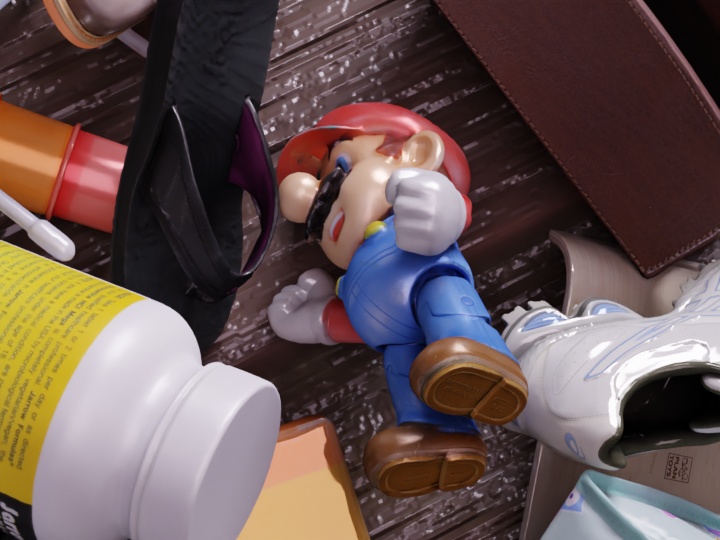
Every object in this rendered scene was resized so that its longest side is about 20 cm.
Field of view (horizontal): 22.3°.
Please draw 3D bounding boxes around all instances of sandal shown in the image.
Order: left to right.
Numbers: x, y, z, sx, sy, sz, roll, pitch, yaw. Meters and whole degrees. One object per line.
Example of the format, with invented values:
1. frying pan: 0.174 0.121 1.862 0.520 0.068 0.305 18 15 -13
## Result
1. sandal: -0.066 -0.042 0.792 0.075 0.048 0.201 -21 130 -42

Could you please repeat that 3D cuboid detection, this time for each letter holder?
1. letter holder: 0.136 -0.124 0.814 0.200 0.142 0.101 52 46 -2

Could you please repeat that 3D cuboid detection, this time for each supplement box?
1. supplement box: -0.016 0.169 0.826 0.066 0.069 0.200 -17 87 -8

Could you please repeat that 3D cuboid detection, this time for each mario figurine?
1. mario figurine: 0.000 0.000 0.790 0.123 0.200 0.106 -32 131 14

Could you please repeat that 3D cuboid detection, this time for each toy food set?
1. toy food set: 0.137 0.091 0.863 0.143 0.060 0.201 13 86 -18

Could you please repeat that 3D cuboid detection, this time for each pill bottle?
1. pill bottle: -0.140 0.052 0.763 0.200 0.112 0.113 20 83 16

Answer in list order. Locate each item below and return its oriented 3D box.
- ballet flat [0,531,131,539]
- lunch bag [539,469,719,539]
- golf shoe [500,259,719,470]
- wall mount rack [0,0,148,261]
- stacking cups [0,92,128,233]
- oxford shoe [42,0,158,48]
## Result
1. ballet flat: -0.141 0.131 0.808 0.066 0.057 0.200 24 74 10
2. lunch bag: 0.138 0.195 0.780 0.200 0.122 0.171 21 110 -41
3. golf shoe: 0.160 0.042 0.782 0.200 0.097 0.078 -19 119 -16
4. wall mount rack: -0.156 -0.108 0.793 0.200 0.074 0.174 -50 124 -36
5. stacking cups: -0.192 -0.063 0.828 0.200 0.060 0.061 19 84 -11
6. oxford shoe: -0.071 -0.170 0.791 0.071 0.073 0.200 57 44 -30
